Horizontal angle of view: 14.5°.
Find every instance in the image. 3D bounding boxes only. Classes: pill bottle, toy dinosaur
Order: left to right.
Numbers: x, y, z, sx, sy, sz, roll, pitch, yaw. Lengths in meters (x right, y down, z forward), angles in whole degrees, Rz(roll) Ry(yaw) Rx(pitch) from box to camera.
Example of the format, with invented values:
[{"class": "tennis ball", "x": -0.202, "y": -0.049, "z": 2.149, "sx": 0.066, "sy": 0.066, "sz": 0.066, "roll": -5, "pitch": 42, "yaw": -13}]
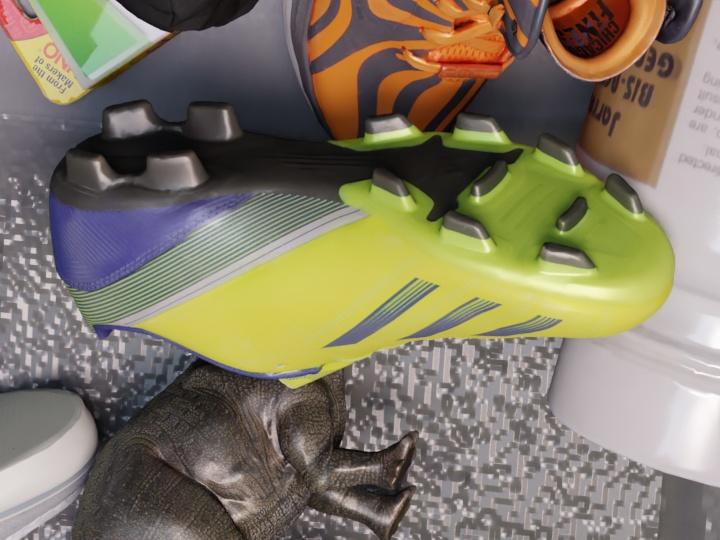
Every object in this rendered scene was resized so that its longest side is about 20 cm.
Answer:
[{"class": "toy dinosaur", "x": -0.045, "y": 0.073, "z": 0.913, "sx": 0.102, "sy": 0.077, "sz": 0.201, "roll": 30, "pitch": 82, "yaw": 12}, {"class": "pill bottle", "x": 0.125, "y": -0.041, "z": 0.854, "sx": 0.114, "sy": 0.114, "sz": 0.201, "roll": 17, "pitch": 102, "yaw": 8}]

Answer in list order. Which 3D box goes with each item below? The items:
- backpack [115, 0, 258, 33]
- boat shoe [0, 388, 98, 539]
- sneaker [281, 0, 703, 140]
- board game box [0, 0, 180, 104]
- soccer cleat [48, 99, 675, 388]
[{"class": "backpack", "x": -0.090, "y": -0.185, "z": 0.846, "sx": 0.200, "sy": 0.127, "sz": 0.167, "roll": 37, "pitch": 106, "yaw": 10}, {"class": "boat shoe", "x": -0.168, "y": 0.107, "z": 0.968, "sx": 0.200, "sy": 0.070, "sz": 0.072, "roll": -26, "pitch": 113, "yaw": 13}, {"class": "sneaker", "x": 0.037, "y": -0.081, "z": 0.833, "sx": 0.077, "sy": 0.112, "sz": 0.201, "roll": -9, "pitch": 142, "yaw": -23}, {"class": "board game box", "x": -0.048, "y": -0.143, "z": 0.919, "sx": 0.199, "sy": 0.030, "sz": 0.096, "roll": -32, "pitch": 91, "yaw": 17}, {"class": "soccer cleat", "x": 0.000, "y": 0.000, "z": 0.842, "sx": 0.199, "sy": 0.065, "sz": 0.084, "roll": 8, "pitch": 123, "yaw": 22}]
